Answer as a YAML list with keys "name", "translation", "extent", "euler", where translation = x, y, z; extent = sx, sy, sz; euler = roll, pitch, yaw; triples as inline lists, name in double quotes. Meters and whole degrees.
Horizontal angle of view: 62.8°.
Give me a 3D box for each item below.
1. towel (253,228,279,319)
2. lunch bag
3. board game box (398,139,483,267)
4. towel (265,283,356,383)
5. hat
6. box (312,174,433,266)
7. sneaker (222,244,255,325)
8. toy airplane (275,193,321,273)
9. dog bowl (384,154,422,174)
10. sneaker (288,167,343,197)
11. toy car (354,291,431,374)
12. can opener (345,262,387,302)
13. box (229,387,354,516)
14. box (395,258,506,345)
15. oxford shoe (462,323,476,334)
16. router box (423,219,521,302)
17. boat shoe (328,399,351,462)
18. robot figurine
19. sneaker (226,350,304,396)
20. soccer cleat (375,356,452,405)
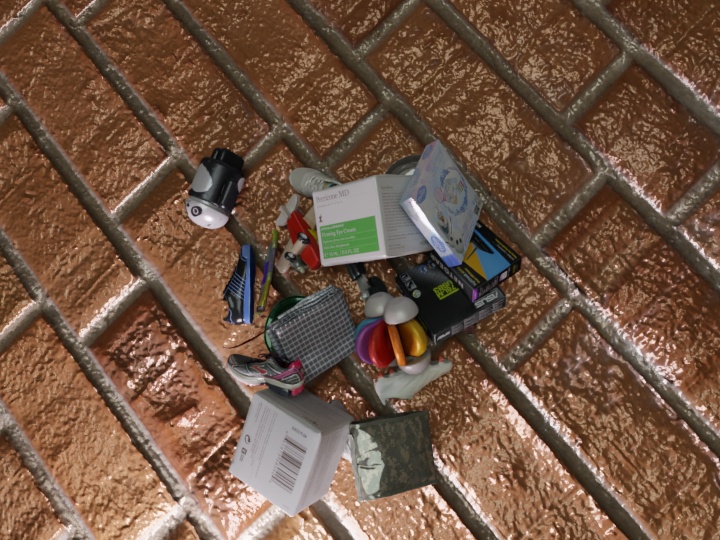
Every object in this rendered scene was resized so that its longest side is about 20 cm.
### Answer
- name: "towel"
  translation: [-0.231, 0.012, 1.449]
  extent: [0.022, 0.144, 0.206]
  euler: [12, 76, -11]
- name: "lunch bag"
  translation: [0.061, 0.415, 1.334]
  extent: [0.195, 0.117, 0.169]
  euler: [-2, 79, -29]
- name: "board game box"
  translation: [0.186, -0.151, 1.324]
  extent: [0.043, 0.200, 0.203]
  euler: [-15, 36, 43]
- name: "towel"
  translation: [-0.106, 0.153, 1.387]
  extent: [0.197, 0.085, 0.169]
  euler: [-31, 117, -19]
- name: "hat"
  translation: [-0.185, 0.148, 1.410]
  extent: [0.164, 0.176, 0.203]
  euler: [33, 87, 13]
- name: "box"
  translation: [0.030, -0.114, 1.341]
  extent: [0.195, 0.197, 0.177]
  euler: [-7, 91, 40]
- name: "sneaker"
  translation: [-0.311, 0.035, 1.500]
  extent: [0.075, 0.070, 0.207]
  euler: [0, 82, 3]
- name: "toy airplane"
  translation: [-0.131, -0.091, 1.467]
  extent: [0.139, 0.198, 0.205]
  euler: [19, 75, -35]
- name: "dog bowl"
  translation: [0.143, -0.182, 1.475]
  extent: [0.193, 0.059, 0.207]
  euler: [-1, 81, 7]
- name: "sneaker"
  translation: [-0.096, -0.213, 1.501]
  extent: [0.196, 0.081, 0.078]
  euler: [24, 87, 12]
- name: "toy car"
  translation: [0.059, 0.158, 1.353]
  extent: [0.148, 0.198, 0.179]
  euler: [-27, 108, -25]
- name: "can opener"
  translation: [0.000, 0.000, 1.479]
  extent: [0.065, 0.053, 0.204]
  euler: [-22, 79, -31]
- name: "box"
  translation: [-0.154, 0.393, 1.338]
  extent: [0.196, 0.170, 0.204]
  euler: [24, 99, 25]
- name: "box"
  translation: [0.208, 0.049, 1.379]
  extent: [0.196, 0.048, 0.195]
  euler: [-25, 49, -9]
- name: "oxford shoe"
  translation: [0.188, 0.099, 1.423]
  extent: [0.197, 0.074, 0.071]
  euler: [26, 56, 30]
- name: "router box"
  translation: [0.255, -0.039, 1.376]
  extent: [0.147, 0.052, 0.200]
  euler: [-31, 52, -16]
- name: "boat shoe"
  translation: [-0.034, 0.412, 1.409]
  extent: [0.065, 0.072, 0.202]
  euler: [-36, 85, 20]
- name: "robot figurine"
  translation: [-0.374, -0.211, 1.515]
  extent: [0.122, 0.150, 0.205]
  euler: [22, 85, -3]
- name: "sneaker"
  translation: [-0.212, 0.218, 1.336]
  extent: [0.194, 0.081, 0.077]
  euler: [10, 109, 18]
- name: "soccer cleat"
  translation: [0.131, 0.263, 1.412]
  extent: [0.195, 0.069, 0.080]
  euler: [-18, 90, 9]
